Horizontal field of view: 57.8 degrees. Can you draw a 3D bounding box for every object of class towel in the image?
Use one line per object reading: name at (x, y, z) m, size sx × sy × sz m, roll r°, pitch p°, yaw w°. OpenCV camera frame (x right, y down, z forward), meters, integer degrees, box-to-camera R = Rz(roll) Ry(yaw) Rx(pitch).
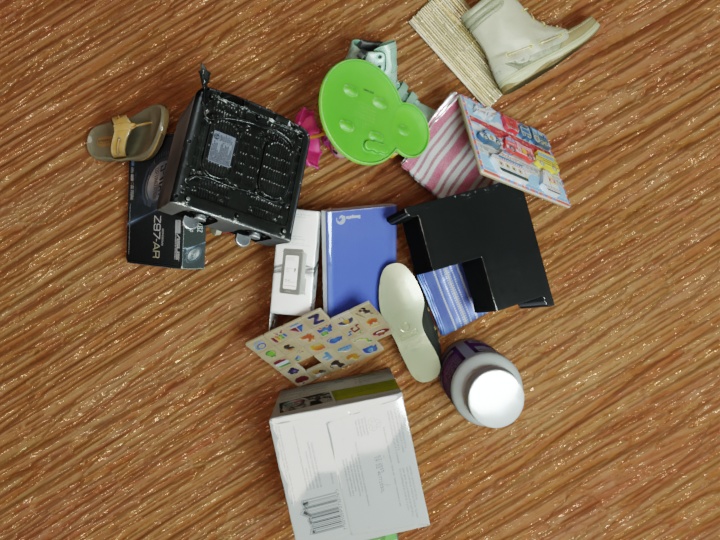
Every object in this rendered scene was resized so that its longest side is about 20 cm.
towel at (0.176, -0.170, 1.054) m, size 0.199 × 0.030 × 0.147 m, roll 35°, pitch 94°, yaw -23°
towel at (0.190, 0.002, 1.072) m, size 0.198 × 0.024 × 0.147 m, roll -26°, pitch 101°, yaw -13°

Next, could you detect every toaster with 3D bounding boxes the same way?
toaster at (-0.178, -0.147, 0.922) m, size 0.179 × 0.118 × 0.204 m, roll 17°, pitch 75°, yaw -29°

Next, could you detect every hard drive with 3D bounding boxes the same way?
hard drive at (0.000, 0.000, 1.045) m, size 0.130 × 0.025 × 0.204 m, roll -9°, pitch 106°, yaw -31°

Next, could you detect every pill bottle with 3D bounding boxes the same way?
pill bottle at (0.188, 0.176, 1.017) m, size 0.110 × 0.200 × 0.115 m, roll 0°, pitch 93°, yaw -1°

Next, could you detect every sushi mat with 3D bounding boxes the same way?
sushi mat at (0.178, -0.372, 1.083) m, size 0.096 × 0.012 × 0.200 m, roll -43°, pitch 93°, yaw 2°

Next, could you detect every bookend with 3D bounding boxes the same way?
bookend at (0.167, -0.015, 0.997) m, size 0.196 × 0.092 × 0.203 m, roll -16°, pitch 89°, yaw -17°

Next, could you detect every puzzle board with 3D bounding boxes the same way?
puzzle board at (0.241, -0.184, 1.004) m, size 0.197 × 0.017 × 0.153 m, roll 14°, pitch 52°, yaw -33°

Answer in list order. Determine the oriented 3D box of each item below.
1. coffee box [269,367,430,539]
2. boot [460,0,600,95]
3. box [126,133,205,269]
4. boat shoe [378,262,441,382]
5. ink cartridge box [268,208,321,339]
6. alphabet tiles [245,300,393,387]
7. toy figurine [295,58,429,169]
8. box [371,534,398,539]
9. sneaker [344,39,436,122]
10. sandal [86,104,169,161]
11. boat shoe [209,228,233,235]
coffee box at (-0.019, 0.284, 1.019) m, size 0.196 × 0.198 × 0.203 m, roll -12°, pitch 92°, yaw -3°
boot at (0.274, -0.397, 1.051) m, size 0.198 × 0.072 × 0.156 m, roll -32°, pitch 90°, yaw -7°
box at (-0.304, -0.107, 1.023) m, size 0.158 × 0.043 × 0.204 m, roll 6°, pitch 95°, yaw 40°
boat shoe at (0.081, 0.080, 1.069) m, size 0.073 × 0.063 × 0.204 m, roll -18°, pitch 103°, yaw 12°
ink cartridge box at (-0.102, 0.006, 1.043) m, size 0.067 × 0.116 × 0.204 m, roll 6°, pitch 93°, yaw -1°
alphabet tiles at (-0.054, 0.112, 1.025) m, size 0.198 × 0.167 × 0.008 m, roll -25°, pitch 50°, yaw 13°
toy figurine at (-0.023, -0.215, 1.017) m, size 0.197 × 0.183 × 0.153 m, roll 11°, pitch 80°, yaw -33°
box at (0.007, 0.520, 1.115) m, size 0.142 × 0.036 × 0.204 m, roll -12°, pitch 94°, yaw -1°
sneaker at (0.059, -0.290, 1.029) m, size 0.197 × 0.074 × 0.119 m, roll 21°, pitch 130°, yaw -1°
sandal at (-0.371, -0.211, 1.011) m, size 0.197 × 0.054 × 0.082 m, roll -2°, pitch 84°, yaw 33°
boat shoe at (-0.222, -0.145, 1.031) m, size 0.062 × 0.071 × 0.203 m, roll -7°, pitch 64°, yaw -27°
